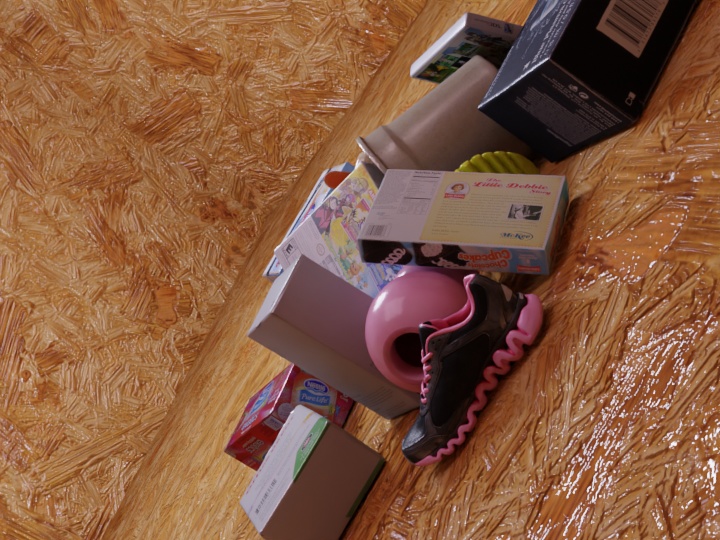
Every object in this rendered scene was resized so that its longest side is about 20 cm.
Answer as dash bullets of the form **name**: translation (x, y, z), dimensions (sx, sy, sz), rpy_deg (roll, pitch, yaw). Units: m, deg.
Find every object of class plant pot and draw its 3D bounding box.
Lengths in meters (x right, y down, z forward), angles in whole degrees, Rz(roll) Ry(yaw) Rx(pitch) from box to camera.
- **plant pot**: translation (0.127, -0.154, 1.423), dimensions (0.183, 0.200, 0.201), rpy_deg (-44, 12, 7)

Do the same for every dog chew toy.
- **dog chew toy**: translation (0.078, 0.040, 1.214), dimensions (0.125, 0.124, 0.200), rpy_deg (-51, 4, 31)

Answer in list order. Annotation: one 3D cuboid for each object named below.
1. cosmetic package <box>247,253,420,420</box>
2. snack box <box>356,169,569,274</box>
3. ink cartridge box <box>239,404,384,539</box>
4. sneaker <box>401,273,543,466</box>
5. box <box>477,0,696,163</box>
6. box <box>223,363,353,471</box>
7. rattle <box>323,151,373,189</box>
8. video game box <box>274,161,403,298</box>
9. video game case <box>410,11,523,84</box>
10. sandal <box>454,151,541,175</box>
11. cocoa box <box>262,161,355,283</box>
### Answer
- **cosmetic package**: translation (-0.016, 0.079, 1.299), dimensions (0.085, 0.199, 0.108), rpy_deg (-62, 12, -25)
- **snack box**: translation (0.107, -0.052, 1.187), dimensions (0.117, 0.198, 0.037), rpy_deg (-66, -29, -42)
- **ink cartridge box**: translation (-0.061, 0.246, 1.342), dimensions (0.146, 0.087, 0.200), rpy_deg (-59, 12, -8)
- **sneaker**: translation (0.085, 0.090, 1.089), dimensions (0.201, 0.095, 0.079), rpy_deg (-57, 12, 10)
- **box**: translation (0.248, -0.246, 1.251), dimensions (0.198, 0.117, 0.200), rpy_deg (-60, 9, -14)
- **box**: translation (-0.101, 0.212, 1.592), dimensions (0.200, 0.099, 0.096), rpy_deg (-43, 17, 56)
- **rattle**: translation (0.062, -0.129, 1.607), dimensions (0.199, 0.142, 0.132), rpy_deg (-6, -70, -59)
- **video game box**: translation (0.000, 0.000, 1.429), dimensions (0.047, 0.201, 0.182), rpy_deg (0, -36, -51)
- **video game case**: translation (0.179, -0.265, 1.466), dimensions (0.200, 0.180, 0.022), rpy_deg (154, 125, -71)
- **sandal**: translation (0.113, -0.071, 1.306), dimensions (0.198, 0.080, 0.087), rpy_deg (-21, -14, -9)
- **cocoa box**: translation (-0.035, -0.042, 1.742), dimensions (0.201, 0.133, 0.131), rpy_deg (-59, 13, -10)
